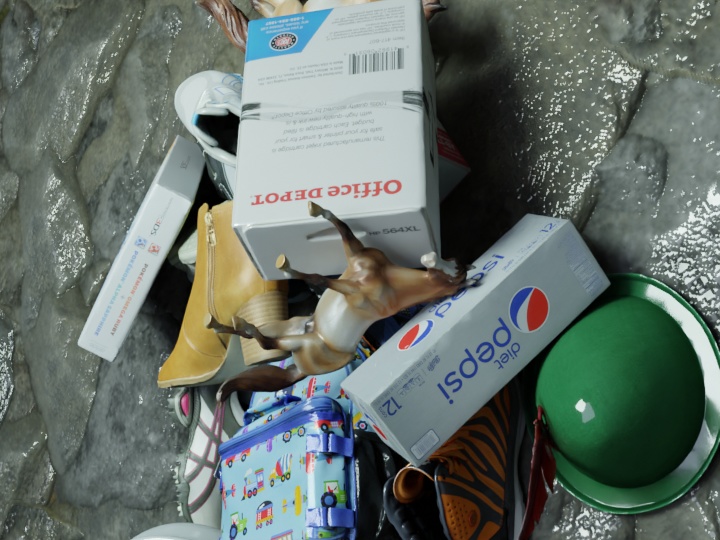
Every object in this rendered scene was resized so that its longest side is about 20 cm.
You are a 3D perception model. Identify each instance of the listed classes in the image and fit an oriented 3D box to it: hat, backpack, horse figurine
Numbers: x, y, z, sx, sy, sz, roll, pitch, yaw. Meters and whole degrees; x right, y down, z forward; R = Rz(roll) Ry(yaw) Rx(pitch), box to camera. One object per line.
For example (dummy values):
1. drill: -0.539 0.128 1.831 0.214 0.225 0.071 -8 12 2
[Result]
1. hat: 0.139 0.085 0.759 0.166 0.175 0.202 -46 53 26
2. backpack: -0.033 0.145 0.939 0.181 0.133 0.203 -23 59 44
3. horse figurine: -0.036 -0.233 0.958 0.197 0.050 0.134 -22 77 10
4. horse figurine: -0.028 0.031 0.823 0.200 0.131 0.050 -47 39 27

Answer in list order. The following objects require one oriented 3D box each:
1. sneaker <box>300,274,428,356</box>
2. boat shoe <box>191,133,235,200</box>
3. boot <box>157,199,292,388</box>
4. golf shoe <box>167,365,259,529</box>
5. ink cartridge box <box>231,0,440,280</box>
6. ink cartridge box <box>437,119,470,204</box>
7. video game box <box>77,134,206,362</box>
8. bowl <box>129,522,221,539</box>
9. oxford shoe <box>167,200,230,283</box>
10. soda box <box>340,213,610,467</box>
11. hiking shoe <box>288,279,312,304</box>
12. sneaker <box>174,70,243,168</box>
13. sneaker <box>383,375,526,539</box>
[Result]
1. sneaker: 0.000 0.000 0.914 0.078 0.075 0.200 -41 76 -12
2. boat shoe: -0.124 -0.105 1.136 0.057 0.068 0.202 -50 46 29
3. boot: -0.124 0.020 0.974 0.200 0.070 0.147 -24 74 50
4. golf shoe: -0.131 0.173 1.070 0.086 0.077 0.204 -3 97 9
5. ink cartridge box: -0.015 -0.101 0.869 0.143 0.085 0.203 -5 59 10
6. ink cartridge box: -0.012 -0.119 1.014 0.145 0.083 0.201 -47 54 26
7. video game box: -0.217 -0.029 1.147 0.184 0.046 0.200 -59 13 15
8. bowl: -0.149 0.305 1.024 0.197 0.091 0.204 5 113 11
9. oxford shoe: -0.142 -0.021 1.093 0.075 0.058 0.200 -46 9 -17
10. soda box: 0.084 0.047 0.823 0.200 0.064 0.068 -42 18 -11
11. hiking shoe: -0.119 0.026 1.083 0.200 0.086 0.075 -44 55 29
12. sneaker: -0.124 -0.137 1.008 0.199 0.086 0.076 33 106 44
13. sneaker: 0.071 0.132 0.861 0.077 0.111 0.203 -23 66 38
